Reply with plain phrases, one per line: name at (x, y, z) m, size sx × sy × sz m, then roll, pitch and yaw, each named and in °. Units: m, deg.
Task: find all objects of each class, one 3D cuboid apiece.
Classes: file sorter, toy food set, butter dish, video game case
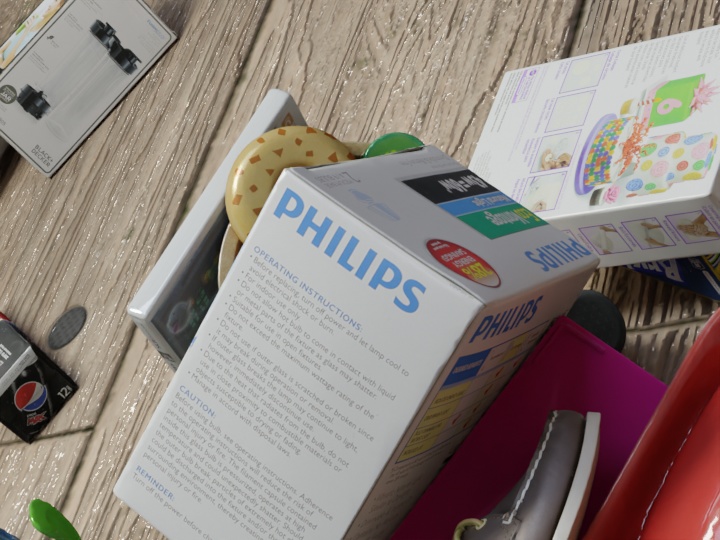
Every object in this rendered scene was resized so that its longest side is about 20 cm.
file sorter at (0.108, 0.159, 0.960) m, size 0.139 × 0.126 × 0.200 m, roll 35°, pitch 78°, yaw 20°
toy food set at (0.000, 0.000, 1.232) m, size 0.049 × 0.196 × 0.202 m, roll 123°, pitch 151°, yaw -76°
butter dish at (0.227, 0.123, 0.817) m, size 0.200 × 0.199 × 0.148 m, roll -57°, pitch -2°, yaw -18°
video game case at (-0.076, -0.001, 1.304) m, size 0.023 × 0.182 × 0.201 m, roll 18°, pitch 66°, yaw 31°

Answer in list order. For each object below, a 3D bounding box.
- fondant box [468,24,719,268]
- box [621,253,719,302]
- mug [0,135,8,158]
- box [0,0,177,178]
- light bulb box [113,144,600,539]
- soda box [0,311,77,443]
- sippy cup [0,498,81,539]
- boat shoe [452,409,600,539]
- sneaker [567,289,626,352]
fondant box at (0.163, -0.074, 1.124) m, size 0.199 × 0.058 × 0.145 m, roll -9°, pitch 47°, yaw 41°
box at (0.186, -0.043, 1.176) m, size 0.070 × 0.064 × 0.200 m, roll -51°, pitch 34°, yaw -11°
mug at (-0.450, -0.147, 1.895) m, size 0.200 × 0.147 × 0.176 m, roll -50°, pitch 9°, yaw 53°
box at (-0.297, -0.209, 1.808) m, size 0.200 × 0.117 × 0.060 m, roll -49°, pitch 32°, yaw -5°
light bulb box at (0.003, 0.053, 0.938) m, size 0.124 × 0.198 × 0.201 m, roll 35°, pitch 109°, yaw 16°
soda box at (-0.328, 0.077, 1.582) m, size 0.071 × 0.063 × 0.200 m, roll -49°, pitch 35°, yaw -8°
sippy cup at (-0.301, 0.239, 1.322) m, size 0.139 × 0.130 × 0.178 m, roll 14°, pitch 63°, yaw 51°
boat shoe at (0.065, 0.156, 0.863) m, size 0.059 × 0.072 × 0.201 m, roll 18°, pitch 78°, yaw 12°
sneaker at (0.079, 0.091, 1.107) m, size 0.201 × 0.067 × 0.108 m, roll -39°, pitch -7°, yaw -4°
